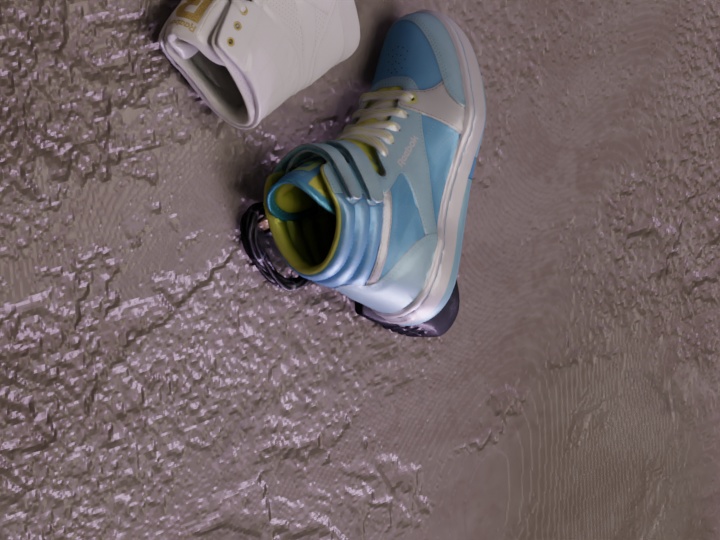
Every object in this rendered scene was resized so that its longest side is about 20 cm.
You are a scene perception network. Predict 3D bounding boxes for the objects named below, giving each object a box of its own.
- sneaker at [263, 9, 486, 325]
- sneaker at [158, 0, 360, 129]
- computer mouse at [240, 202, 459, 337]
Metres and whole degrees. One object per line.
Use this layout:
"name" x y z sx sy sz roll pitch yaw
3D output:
"sneaker" 0.005 -0.076 1.464 0.131 0.080 0.200 18 69 -42
"sneaker" -0.070 -0.178 1.378 0.116 0.074 0.200 -44 128 -36
"computer mouse" 0.000 0.000 1.516 0.200 0.034 0.059 20 84 -46
